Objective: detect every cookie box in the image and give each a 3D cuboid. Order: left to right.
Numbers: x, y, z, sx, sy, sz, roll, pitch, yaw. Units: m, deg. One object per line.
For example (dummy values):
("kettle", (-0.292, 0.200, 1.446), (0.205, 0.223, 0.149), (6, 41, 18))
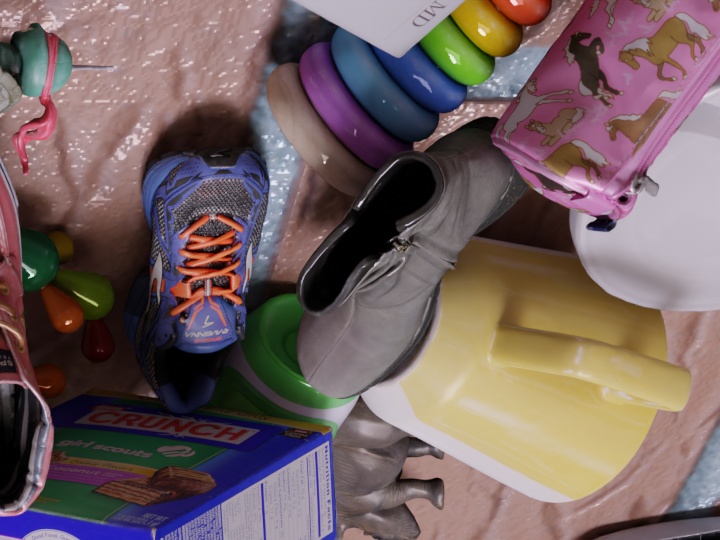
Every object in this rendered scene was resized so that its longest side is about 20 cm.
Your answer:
("cookie box", (-0.132, 0.135, 1.327), (0.171, 0.075, 0.200), (7, -165, 26))

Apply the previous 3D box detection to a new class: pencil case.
("pencil case", (0.153, -0.118, 1.200), (0.200, 0.086, 0.083), (-54, 180, -3))

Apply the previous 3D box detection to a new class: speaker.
("speaker", (-0.069, 0.104, 1.463), (0.088, 0.089, 0.200), (8, 136, -27))

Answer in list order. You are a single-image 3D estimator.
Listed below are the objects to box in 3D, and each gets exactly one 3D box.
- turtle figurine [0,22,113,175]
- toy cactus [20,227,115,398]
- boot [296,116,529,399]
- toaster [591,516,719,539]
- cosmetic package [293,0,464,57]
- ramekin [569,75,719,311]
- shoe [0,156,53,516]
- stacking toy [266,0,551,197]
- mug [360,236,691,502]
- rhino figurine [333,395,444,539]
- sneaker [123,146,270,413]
("turtle figurine", (-0.212, -0.114, 1.138), (0.200, 0.101, 0.150), (1, 139, -12))
("toy cactus", (-0.223, -0.006, 1.287), (0.200, 0.102, 0.165), (2, 120, -18))
("boot", (0.000, 0.000, 1.249), (0.200, 0.068, 0.131), (-54, 164, 29))
("toaster", (0.234, 0.257, 1.738), (0.200, 0.114, 0.129), (-7, 139, -8))
("cosmetic package", (-0.024, -0.190, 1.125), (0.200, 0.071, 0.101), (24, 127, -40))
("ramekin", (0.205, -0.075, 1.330), (0.202, 0.094, 0.202), (-9, 142, -7))
("shoe", (-0.196, 0.025, 1.214), (0.071, 0.091, 0.200), (-11, 115, -22))
("stacking toy", (0.048, -0.129, 1.233), (0.200, 0.085, 0.085), (-39, 137, 17))
("mug", (0.086, 0.038, 1.377), (0.153, 0.150, 0.187), (20, 140, -37))
("rhino figurine", (0.011, 0.126, 1.538), (0.087, 0.060, 0.200), (2, 142, -2))
("sneaker", (-0.087, 0.006, 1.339), (0.075, 0.079, 0.200), (-5, 141, -15))
